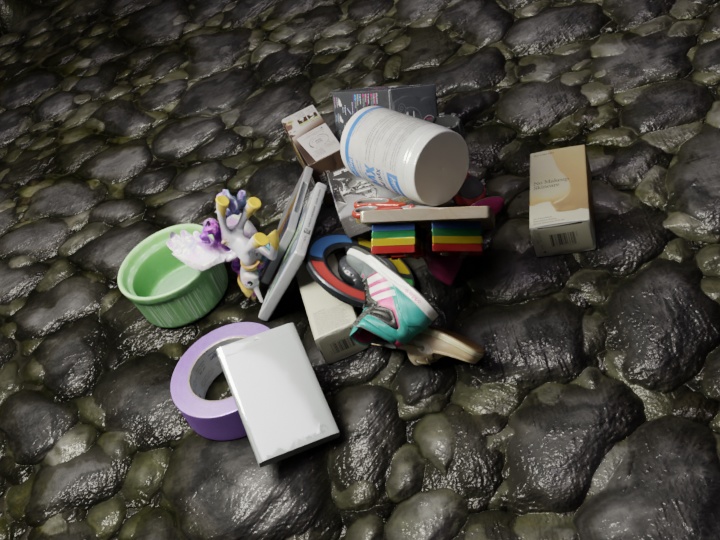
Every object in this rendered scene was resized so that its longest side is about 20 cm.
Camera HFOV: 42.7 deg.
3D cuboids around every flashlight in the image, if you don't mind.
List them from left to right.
[{"bbox_3d":[0.179,-0.186,1.634,0.067,0.201,0.068,-29,42,-8],"label":"flashlight"}]

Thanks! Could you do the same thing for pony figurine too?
[{"bbox_3d":[-0.224,-0.053,1.628,0.193,0.200,0.166,44,55,15],"label":"pony figurine"}]

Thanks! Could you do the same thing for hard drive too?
[{"bbox_3d":[-0.130,0.190,1.433,0.131,0.026,0.201,-19,63,-15],"label":"hard drive"}]

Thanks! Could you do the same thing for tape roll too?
[{"bbox_3d":[-0.212,0.182,1.531,0.199,0.066,0.201,-13,42,12],"label":"tape roll"}]

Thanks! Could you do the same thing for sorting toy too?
[{"bbox_3d":[0.114,-0.056,1.479,0.197,0.200,0.070,-2,87,11],"label":"sorting toy"}]

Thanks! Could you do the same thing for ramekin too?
[{"bbox_3d":[-0.349,0.014,1.750,0.199,0.098,0.201,-13,42,12],"label":"ramekin"}]

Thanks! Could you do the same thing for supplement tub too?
[{"bbox_3d":[0.071,-0.197,1.557,0.132,0.132,0.200,-40,40,-19],"label":"supplement tub"}]

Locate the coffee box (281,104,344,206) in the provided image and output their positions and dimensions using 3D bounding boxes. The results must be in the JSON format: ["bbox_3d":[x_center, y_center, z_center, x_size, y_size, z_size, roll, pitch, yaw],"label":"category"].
[{"bbox_3d":[-0.083,-0.236,1.879,0.079,0.113,0.200,-27,40,-4],"label":"coffee box"}]

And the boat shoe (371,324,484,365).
[{"bbox_3d":[0.103,0.119,1.455,0.199,0.072,0.065,17,91,33],"label":"boat shoe"}]

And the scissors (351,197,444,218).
[{"bbox_3d":[0.077,-0.109,1.539,0.199,0.014,0.073,-2,24,21],"label":"scissors"}]

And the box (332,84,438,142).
[{"bbox_3d":[0.049,-0.313,1.841,0.122,0.107,0.200,-14,15,-33],"label":"box"}]

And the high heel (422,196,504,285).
[{"bbox_3d":[0.195,-0.054,1.607,0.199,0.067,0.096,-30,69,-26],"label":"high heel"}]

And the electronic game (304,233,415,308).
[{"bbox_3d":[0.000,0.000,1.572,0.199,0.042,0.200,17,32,-11],"label":"electronic game"}]

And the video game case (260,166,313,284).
[{"bbox_3d":[-0.137,-0.087,1.732,0.017,0.143,0.201,23,40,-10],"label":"video game case"}]

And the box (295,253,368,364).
[{"bbox_3d":[-0.053,0.061,1.582,0.082,0.069,0.200,-22,40,2],"label":"box"}]

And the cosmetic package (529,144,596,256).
[{"bbox_3d":[0.346,-0.122,1.584,0.105,0.071,0.201,-9,43,17],"label":"cosmetic package"}]

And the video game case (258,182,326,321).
[{"bbox_3d":[-0.122,-0.033,1.644,0.023,0.200,0.182,23,46,-10],"label":"video game case"}]

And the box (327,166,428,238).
[{"bbox_3d":[0.048,-0.153,1.663,0.199,0.048,0.159,-20,38,4],"label":"box"}]

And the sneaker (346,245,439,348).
[{"bbox_3d":[0.019,0.055,1.445,0.121,0.084,0.200,-48,52,-3],"label":"sneaker"}]
